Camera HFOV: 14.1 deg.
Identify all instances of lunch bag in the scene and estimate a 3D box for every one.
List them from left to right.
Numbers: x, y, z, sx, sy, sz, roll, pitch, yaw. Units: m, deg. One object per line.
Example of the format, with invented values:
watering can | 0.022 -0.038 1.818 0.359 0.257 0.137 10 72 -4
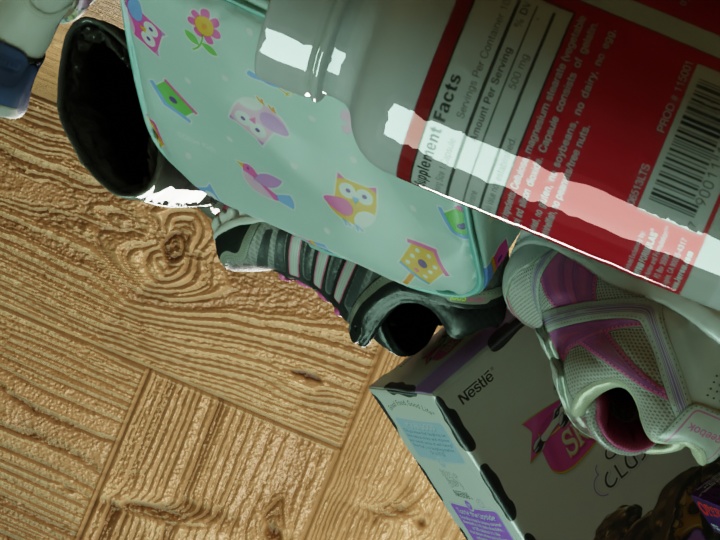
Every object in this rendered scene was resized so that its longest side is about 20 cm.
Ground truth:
lunch bag | -0.008 -0.083 1.282 0.199 0.077 0.161 24 146 25

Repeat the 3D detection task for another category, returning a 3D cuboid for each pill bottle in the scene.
pill bottle | 0.068 -0.071 1.052 0.199 0.113 0.112 23 178 5

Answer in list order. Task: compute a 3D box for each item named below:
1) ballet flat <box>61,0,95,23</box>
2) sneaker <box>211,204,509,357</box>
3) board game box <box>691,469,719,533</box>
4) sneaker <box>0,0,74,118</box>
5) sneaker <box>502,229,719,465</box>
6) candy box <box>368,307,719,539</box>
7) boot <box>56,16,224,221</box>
ballet flat | -0.173 -0.180 1.596 0.071 0.069 0.200 2 -166 -33
sneaker | 0.000 0.000 1.424 0.074 0.088 0.199 -13 -173 -44
board game box | 0.257 0.061 1.356 0.032 0.200 0.120 56 167 -19
sneaker | -0.173 -0.174 1.461 0.080 0.115 0.200 26 -155 -35
sneaker | 0.113 0.033 1.290 0.081 0.089 0.200 24 177 -22
candy box | 0.128 0.088 1.455 0.200 0.168 0.071 57 159 -16
boot | -0.115 -0.104 1.569 0.182 0.072 0.200 63 -161 17
